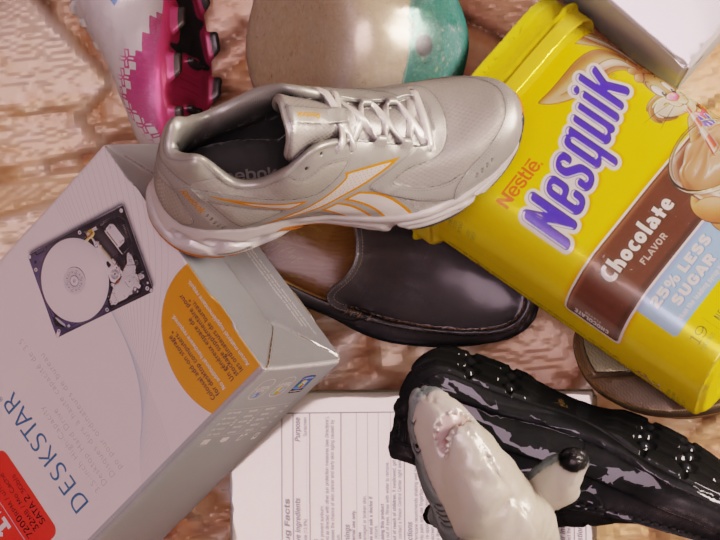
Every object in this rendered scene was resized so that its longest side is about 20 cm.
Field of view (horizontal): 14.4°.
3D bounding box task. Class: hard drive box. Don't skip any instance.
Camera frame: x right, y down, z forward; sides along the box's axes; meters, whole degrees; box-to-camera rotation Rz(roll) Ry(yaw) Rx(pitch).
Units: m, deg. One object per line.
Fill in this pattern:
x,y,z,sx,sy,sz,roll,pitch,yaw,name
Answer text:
-0.134,0.054,1.528,0.200,0.077,0.156,-46,69,25,hard drive box

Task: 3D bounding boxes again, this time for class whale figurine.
0.005,-0.164,1.550,0.104,0.159,0.200,3,85,-32,whale figurine

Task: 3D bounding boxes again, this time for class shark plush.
0.067,0.133,1.469,0.083,0.200,0.091,33,73,26,shark plush

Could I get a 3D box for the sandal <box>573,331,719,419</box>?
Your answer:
0.216,0.042,1.555,0.200,0.054,0.080,-10,64,-9,sandal

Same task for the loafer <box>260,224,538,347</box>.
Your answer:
0.000,0.000,1.566,0.200,0.072,0.073,10,89,5,loafer

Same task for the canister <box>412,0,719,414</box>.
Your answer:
0.140,-0.034,1.516,0.200,0.087,0.149,35,71,15,canister

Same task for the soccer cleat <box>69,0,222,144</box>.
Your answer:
-0.131,-0.152,1.593,0.086,0.070,0.200,-7,86,21,soccer cleat

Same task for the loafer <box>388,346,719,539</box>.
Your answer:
0.112,0.105,1.489,0.200,0.068,0.070,21,108,4,loafer

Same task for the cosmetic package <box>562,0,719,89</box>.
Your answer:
0.132,-0.204,1.548,0.200,0.085,0.108,42,85,4,cosmetic package

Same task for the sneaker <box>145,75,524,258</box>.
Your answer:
-0.010,-0.063,1.435,0.200,0.092,0.076,-16,68,-9,sneaker

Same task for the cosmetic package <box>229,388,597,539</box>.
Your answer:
0.030,0.116,1.561,0.200,0.071,0.105,1,88,5,cosmetic package
